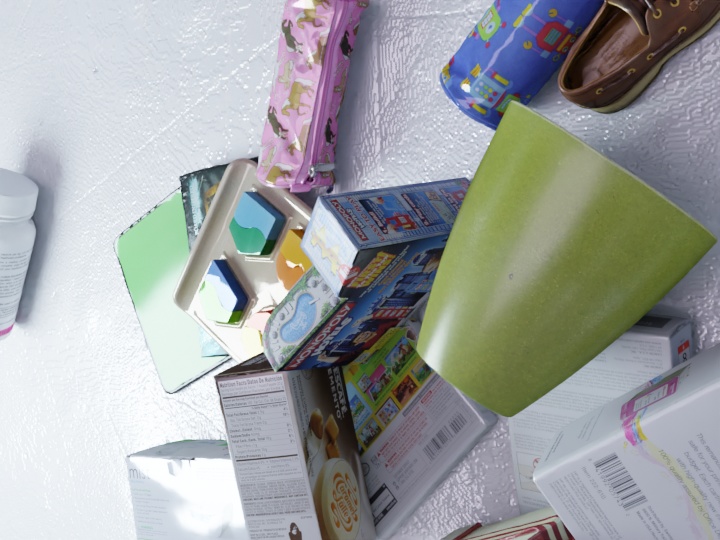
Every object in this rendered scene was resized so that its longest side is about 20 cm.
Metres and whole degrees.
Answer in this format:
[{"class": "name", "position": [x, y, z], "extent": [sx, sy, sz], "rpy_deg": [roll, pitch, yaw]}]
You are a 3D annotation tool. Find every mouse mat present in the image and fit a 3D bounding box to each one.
[{"class": "mouse mat", "position": [-0.203, 0.022, 1.330], "extent": [0.161, 0.008, 0.201], "rpy_deg": [-31, 74, 36]}]

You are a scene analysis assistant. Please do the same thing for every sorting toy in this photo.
[{"class": "sorting toy", "position": [-0.096, 0.013, 1.187], "extent": [0.200, 0.036, 0.186], "rpy_deg": [38, 113, 27]}]

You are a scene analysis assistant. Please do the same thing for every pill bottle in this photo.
[{"class": "pill bottle", "position": [-0.467, -0.020, 1.470], "extent": [0.113, 0.113, 0.201], "rpy_deg": [32, 113, 32]}]

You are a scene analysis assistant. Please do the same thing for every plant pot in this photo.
[{"class": "plant pot", "position": [0.137, 0.006, 0.910], "extent": [0.187, 0.187, 0.201], "rpy_deg": [38, 98, 30]}]

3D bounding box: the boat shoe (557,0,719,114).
[{"class": "boat shoe", "position": [0.229, -0.204, 0.926], "extent": [0.072, 0.067, 0.200], "rpy_deg": [52, 122, 23]}]

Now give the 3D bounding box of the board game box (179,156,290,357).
[{"class": "board game box", "position": [-0.123, -0.013, 1.244], "extent": [0.135, 0.028, 0.201], "rpy_deg": [-7, 89, 35]}]

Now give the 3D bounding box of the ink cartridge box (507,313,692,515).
[{"class": "ink cartridge box", "position": [0.203, 0.130, 1.005], "extent": [0.161, 0.050, 0.201], "rpy_deg": [6, 115, 38]}]

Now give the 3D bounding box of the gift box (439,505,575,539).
[{"class": "gift box", "position": [0.117, 0.318, 0.984], "extent": [0.186, 0.184, 0.201], "rpy_deg": [-25, 79, 38]}]

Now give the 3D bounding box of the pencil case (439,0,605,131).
[{"class": "pencil case", "position": [0.146, -0.214, 0.985], "extent": [0.200, 0.078, 0.087], "rpy_deg": [-54, 38, 29]}]

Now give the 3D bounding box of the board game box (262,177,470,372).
[{"class": "board game box", "position": [0.000, 0.000, 1.024], "extent": [0.200, 0.200, 0.062], "rpy_deg": [-46, 67, 21]}]

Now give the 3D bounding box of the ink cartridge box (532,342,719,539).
[{"class": "ink cartridge box", "position": [0.256, 0.153, 0.894], "extent": [0.200, 0.085, 0.145], "rpy_deg": [-34, 93, 32]}]

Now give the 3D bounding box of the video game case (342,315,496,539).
[{"class": "video game case", "position": [0.017, 0.140, 1.156], "extent": [0.182, 0.023, 0.200], "rpy_deg": [51, 123, 23]}]

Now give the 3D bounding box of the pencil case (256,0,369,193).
[{"class": "pencil case", "position": [-0.047, -0.176, 1.141], "extent": [0.086, 0.083, 0.201], "rpy_deg": [16, 103, 22]}]

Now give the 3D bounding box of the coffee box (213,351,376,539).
[{"class": "coffee box", "position": [-0.058, 0.177, 1.108], "extent": [0.079, 0.114, 0.201], "rpy_deg": [-9, 95, 23]}]

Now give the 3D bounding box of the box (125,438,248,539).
[{"class": "box", "position": [-0.143, 0.269, 1.232], "extent": [0.199, 0.096, 0.178], "rpy_deg": [-8, 90, 44]}]
